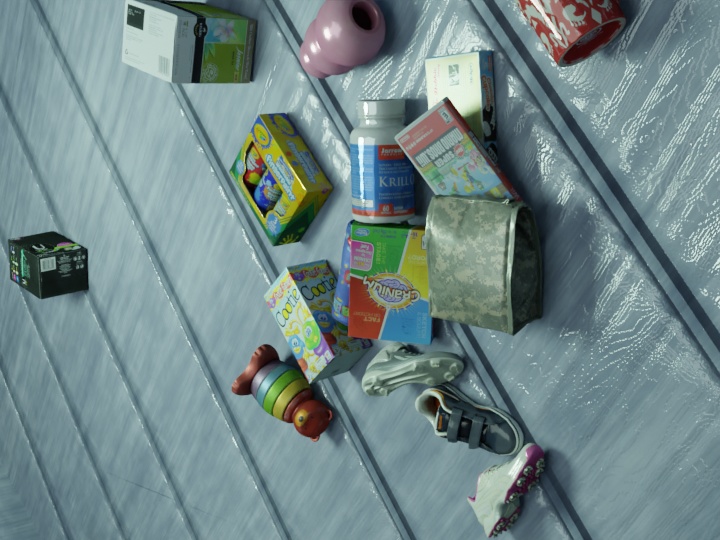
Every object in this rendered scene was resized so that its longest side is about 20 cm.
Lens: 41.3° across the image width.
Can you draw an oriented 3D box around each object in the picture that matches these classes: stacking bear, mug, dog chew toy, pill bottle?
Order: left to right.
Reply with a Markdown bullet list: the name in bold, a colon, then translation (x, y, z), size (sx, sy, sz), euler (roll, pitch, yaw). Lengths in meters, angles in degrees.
- **stacking bear**: translation (-0.144, 0.260, 1.942), size (0.199, 0.114, 0.122), euler (38, 96, 24)
- **dog chew toy**: translation (-0.042, -0.401, 1.669), size (0.199, 0.123, 0.126), euler (-24, 81, 56)
- **pill bottle**: translation (0.037, -0.188, 1.628), size (0.111, 0.111, 0.203), euler (10, 108, 46)
- **mug**: translation (0.278, -0.403, 1.298), size (0.177, 0.132, 0.202), euler (-41, 72, 47)

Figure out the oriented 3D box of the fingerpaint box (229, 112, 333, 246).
- **fingerpaint box**: translation (-0.161, -0.179, 1.882), size (0.201, 0.073, 0.167), euler (58, 135, 21)

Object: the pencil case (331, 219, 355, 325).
- **pencil case**: translation (0.000, 0.000, 1.740), size (0.077, 0.087, 0.203), euler (21, 118, 17)

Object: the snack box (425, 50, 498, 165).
- **snack box**: translation (0.162, -0.244, 1.531), size (0.115, 0.037, 0.203), euler (5, 103, 46)

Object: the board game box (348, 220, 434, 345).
- **board game box**: translation (0.057, 0.020, 1.651), size (0.151, 0.040, 0.203), euler (5, 106, 11)

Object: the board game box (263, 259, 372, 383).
- **board game box**: translation (-0.083, 0.095, 1.835), size (0.103, 0.104, 0.202), euler (-48, 64, 42)

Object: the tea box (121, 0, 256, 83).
- **tea box**: translation (-0.347, -0.464, 1.932), size (0.199, 0.195, 0.136), euler (29, 119, 41)

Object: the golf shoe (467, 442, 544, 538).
- **golf shoe**: translation (0.232, 0.347, 1.565), size (0.092, 0.075, 0.202), euler (47, 129, 35)

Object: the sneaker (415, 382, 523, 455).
- **sneaker**: translation (0.176, 0.258, 1.603), size (0.199, 0.079, 0.080), euler (24, 115, 41)

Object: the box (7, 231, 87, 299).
- **box**: translation (-0.872, -0.017, 2.662), size (0.199, 0.147, 0.126), euler (21, 115, 44)

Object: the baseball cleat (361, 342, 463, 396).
- **baseball cleat**: translation (0.091, 0.159, 1.682), size (0.197, 0.107, 0.070), euler (-15, 126, 23)

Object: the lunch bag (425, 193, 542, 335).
- **lunch bag**: translation (0.191, -0.022, 1.481), size (0.162, 0.117, 0.203), euler (10, 113, 38)

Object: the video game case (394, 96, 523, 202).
- **video game case**: translation (0.152, -0.161, 1.507), size (0.201, 0.017, 0.143), euler (53, 145, -6)
